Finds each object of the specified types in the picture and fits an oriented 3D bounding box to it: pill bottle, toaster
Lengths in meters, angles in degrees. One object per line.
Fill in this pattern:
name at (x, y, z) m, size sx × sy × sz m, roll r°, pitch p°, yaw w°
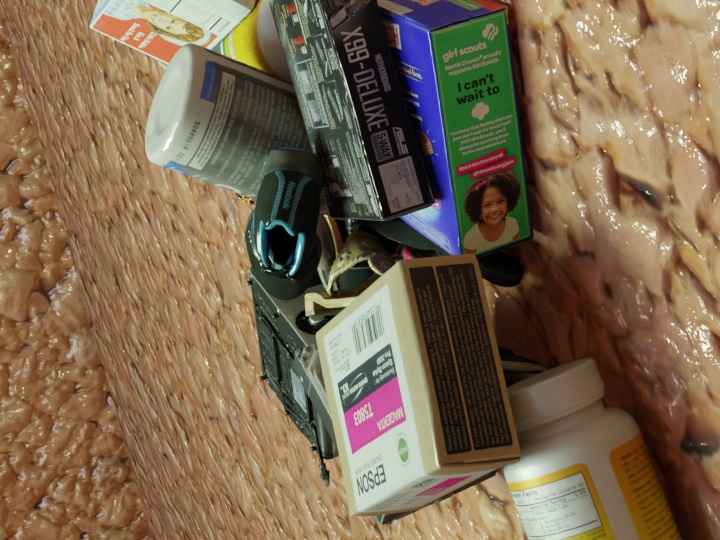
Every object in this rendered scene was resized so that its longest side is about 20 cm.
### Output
pill bottle at (-0.087, -0.121, 1.334) m, size 0.114 × 0.198 × 0.115 m, roll -47°, pitch 33°, yaw 44°
toaster at (-0.039, 0.099, 1.654) m, size 0.181 × 0.118 × 0.202 m, roll 48°, pitch 151°, yaw 47°
pill bottle at (0.179, 0.178, 1.136) m, size 0.202 × 0.112 × 0.113 m, roll 68°, pitch 160°, yaw 2°
pill bottle at (-0.057, -0.226, 1.390) m, size 0.200 × 0.112 × 0.114 m, roll 3°, pitch 113°, yaw 68°

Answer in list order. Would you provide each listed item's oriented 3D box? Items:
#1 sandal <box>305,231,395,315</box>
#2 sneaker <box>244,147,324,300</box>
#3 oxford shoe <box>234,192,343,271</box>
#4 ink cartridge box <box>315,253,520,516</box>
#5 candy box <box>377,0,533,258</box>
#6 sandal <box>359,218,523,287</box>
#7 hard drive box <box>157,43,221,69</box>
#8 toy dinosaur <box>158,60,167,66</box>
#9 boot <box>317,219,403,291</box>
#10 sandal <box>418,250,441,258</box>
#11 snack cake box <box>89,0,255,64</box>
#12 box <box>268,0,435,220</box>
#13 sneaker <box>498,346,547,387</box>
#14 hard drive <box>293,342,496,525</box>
sandal at (-0.005, 0.000, 1.346) m, size 0.211 × 0.077 × 0.071 m, roll 165°, pitch 101°, yaw -68°
sneaker at (-0.074, -0.023, 1.300) m, size 0.201 × 0.072 × 0.083 m, roll 95°, pitch -175°, yaw -57°
oxford shoe at (-0.085, -0.075, 1.437) m, size 0.201 × 0.072 × 0.071 m, roll 57°, pitch 160°, yaw 12°
ink cartridge box at (0.040, 0.097, 1.173) m, size 0.200 × 0.074 × 0.167 m, roll 137°, pitch 126°, yaw -61°
candy box at (0.064, -0.132, 1.215) m, size 0.169 × 0.076 × 0.202 m, roll 40°, pitch 146°, yaw 58°
sandal at (0.069, -0.012, 1.282) m, size 0.199 × 0.075 × 0.046 m, roll 25°, pitch 101°, yaw 48°
hard drive box at (-0.192, -0.305, 1.729) m, size 0.200 × 0.076 × 0.157 m, roll 37°, pitch 143°, yaw 56°
toy dinosaur at (-0.220, -0.255, 1.685) m, size 0.200 × 0.058 × 0.102 m, roll 58°, pitch 174°, yaw 50°
boot at (0.004, -0.022, 1.463) m, size 0.154 × 0.073 × 0.206 m, roll -131°, pitch 31°, yaw -63°
sandal at (0.067, 0.029, 1.395) m, size 0.078 × 0.069 × 0.214 m, roll 40°, pitch 124°, yaw 39°
snack cake box at (-0.180, -0.273, 1.425) m, size 0.200 × 0.114 × 0.068 m, roll -22°, pitch 50°, yaw 63°
box at (-0.011, -0.143, 1.219) m, size 0.158 × 0.049 × 0.202 m, roll -171°, pitch 64°, yaw -73°
sneaker at (0.114, 0.124, 1.331) m, size 0.145 × 0.077 × 0.203 m, roll 17°, pitch 159°, yaw 35°
hard drive at (0.035, 0.143, 1.469) m, size 0.201 × 0.138 × 0.038 m, roll 60°, pitch 159°, yaw 26°
